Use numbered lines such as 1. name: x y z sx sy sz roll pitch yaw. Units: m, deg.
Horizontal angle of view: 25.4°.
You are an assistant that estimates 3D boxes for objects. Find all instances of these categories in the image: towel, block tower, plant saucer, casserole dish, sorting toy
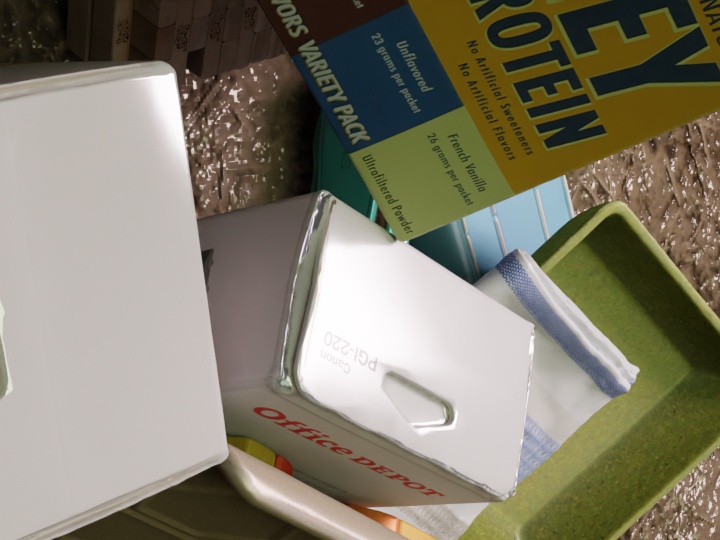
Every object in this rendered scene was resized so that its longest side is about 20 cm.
1. towel: 0.043 0.087 0.819 0.200 0.024 0.147 -42 138 4
2. block tower: -0.044 -0.140 0.763 0.199 0.054 0.058 -25 142 -38
3. plant saucer: 0.108 0.073 0.902 0.200 0.048 0.200 -43 127 4
4. casserole dish: 0.075 -0.041 0.910 0.121 0.039 0.201 -33 115 -37
5. sorting toy: -0.057 0.110 0.687 0.185 0.199 0.037 34 60 -40

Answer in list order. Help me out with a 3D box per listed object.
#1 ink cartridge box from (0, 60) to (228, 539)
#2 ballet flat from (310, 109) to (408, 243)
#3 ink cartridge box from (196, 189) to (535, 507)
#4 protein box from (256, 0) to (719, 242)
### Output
1. ink cartridge box: -0.168 0.008 0.569 0.144 0.199 0.148 -19 107 -41
2. ballet flat: 0.000 0.000 0.826 0.070 0.067 0.202 15 85 -58
3. ink cartridge box: -0.047 0.045 0.683 0.145 0.199 0.085 31 62 -41
4. protein box: 0.080 -0.147 0.634 0.135 0.199 0.199 58 22 -25
